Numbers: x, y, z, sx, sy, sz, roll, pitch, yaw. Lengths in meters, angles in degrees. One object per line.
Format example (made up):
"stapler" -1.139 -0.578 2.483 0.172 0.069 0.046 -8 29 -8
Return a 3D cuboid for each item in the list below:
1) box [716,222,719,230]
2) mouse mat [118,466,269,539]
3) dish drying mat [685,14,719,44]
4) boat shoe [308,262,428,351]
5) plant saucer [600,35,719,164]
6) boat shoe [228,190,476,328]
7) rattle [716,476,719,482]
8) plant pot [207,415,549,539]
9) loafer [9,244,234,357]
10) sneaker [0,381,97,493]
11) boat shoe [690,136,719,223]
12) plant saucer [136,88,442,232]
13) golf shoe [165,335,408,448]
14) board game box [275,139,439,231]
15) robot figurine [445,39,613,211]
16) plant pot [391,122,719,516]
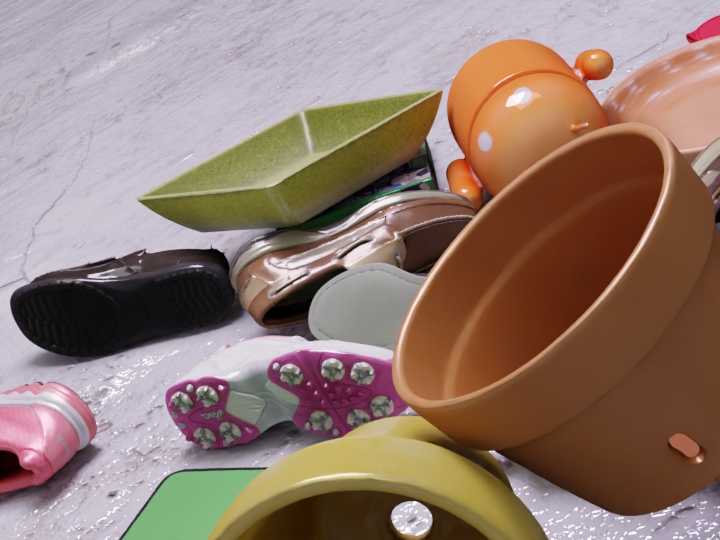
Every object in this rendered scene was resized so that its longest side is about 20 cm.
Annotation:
"box" 0.327 0.037 1.130 0.196 0.118 0.200 -17 28 10
"mouse mat" -0.085 0.183 1.290 0.199 0.008 0.161 -3 33 30
"dish drying mat" 0.388 -0.235 1.686 0.199 0.018 0.077 -23 28 -2
"boat shoe" 0.052 0.034 1.405 0.201 0.060 0.072 -3 71 39
"plant saucer" 0.291 -0.133 1.553 0.199 0.038 0.200 -17 27 9
"boat shoe" 0.000 0.000 1.501 0.199 0.076 0.074 -18 49 -4
"rattle" 0.150 0.112 1.220 0.200 0.143 0.130 -30 -9 19
"plant pot" 0.017 0.170 1.053 0.200 0.202 0.189 -15 13 13
"loafer" -0.195 0.022 1.608 0.199 0.073 0.071 -6 25 13
"sneaker" -0.303 0.133 1.472 0.199 0.074 0.087 -6 32 28
"boat shoe" 0.258 -0.039 1.390 0.072 0.072 0.200 36 46 25
"plant saucer" -0.052 -0.083 1.586 0.200 0.048 0.199 -32 18 -34
"golf shoe" -0.044 0.074 1.390 0.199 0.076 0.092 -6 28 26
"board game box" -0.003 -0.069 1.623 0.134 0.029 0.200 -20 16 6
"robot figurine" 0.136 -0.119 1.548 0.143 0.117 0.200 -10 23 -4
"plant pot" 0.135 0.039 1.051 0.200 0.140 0.200 -39 22 20
